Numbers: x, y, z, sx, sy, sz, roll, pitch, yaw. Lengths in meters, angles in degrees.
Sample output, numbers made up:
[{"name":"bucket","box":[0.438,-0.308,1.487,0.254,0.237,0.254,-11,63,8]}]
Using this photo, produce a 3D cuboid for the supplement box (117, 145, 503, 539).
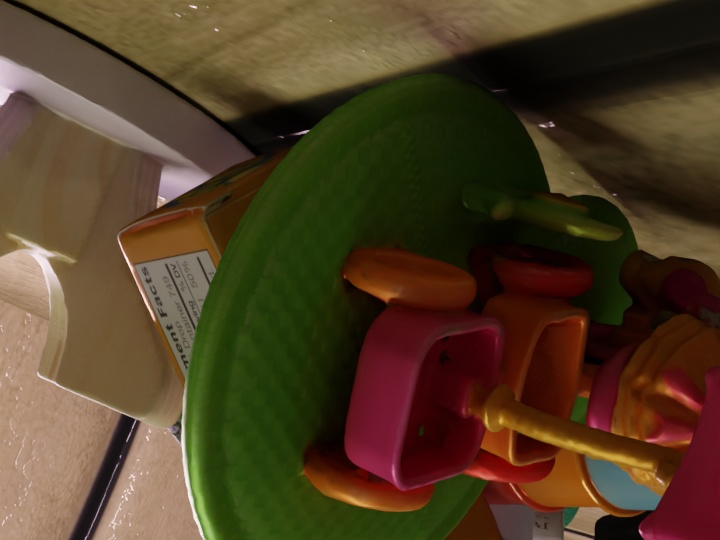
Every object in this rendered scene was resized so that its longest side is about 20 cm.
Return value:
[{"name":"supplement box","box":[-0.011,0.058,0.726,0.069,0.066,0.202,-6,109,52]}]

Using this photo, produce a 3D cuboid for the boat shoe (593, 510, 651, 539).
[{"name":"boat shoe","box":[0.150,0.086,0.749,0.073,0.064,0.201,-18,177,-30]}]

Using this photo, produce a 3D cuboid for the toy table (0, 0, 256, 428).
[{"name":"toy table","box":[-0.127,-0.021,0.796,0.183,0.118,0.199,16,171,43]}]

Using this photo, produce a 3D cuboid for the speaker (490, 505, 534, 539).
[{"name":"speaker","box":[0.027,0.167,0.817,0.080,0.202,0.081,6,157,3]}]

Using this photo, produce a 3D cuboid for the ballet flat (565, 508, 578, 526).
[{"name":"ballet flat","box":[0.102,0.143,1.411,0.067,0.071,0.200,17,170,38]}]

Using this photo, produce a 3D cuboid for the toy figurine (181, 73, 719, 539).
[{"name":"toy figurine","box":[0.087,0.045,0.513,0.183,0.152,0.199,21,-166,37]}]

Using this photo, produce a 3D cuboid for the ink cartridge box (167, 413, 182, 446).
[{"name":"ink cartridge box","box":[-0.083,0.047,1.004,0.109,0.050,0.201,57,179,45]}]

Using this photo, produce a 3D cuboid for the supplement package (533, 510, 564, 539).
[{"name":"supplement package","box":[0.051,0.152,1.089,0.116,0.119,0.200,4,-163,4]}]

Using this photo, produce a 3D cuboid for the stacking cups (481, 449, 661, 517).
[{"name":"stacking cups","box":[0.106,0.054,0.688,0.060,0.061,0.199,28,160,-34]}]
